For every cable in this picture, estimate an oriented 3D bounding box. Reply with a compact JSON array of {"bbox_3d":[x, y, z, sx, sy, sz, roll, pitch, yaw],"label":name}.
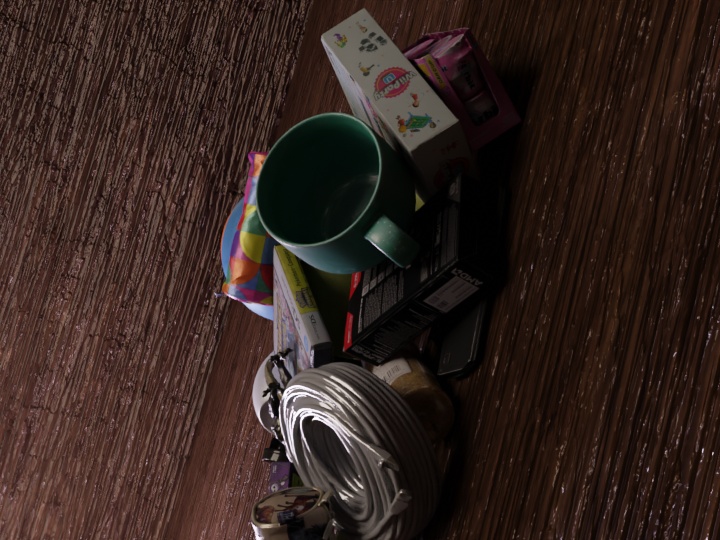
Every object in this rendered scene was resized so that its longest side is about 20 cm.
[{"bbox_3d":[-0.004,0.184,1.133,0.200,0.069,0.200,48,148,27],"label":"cable"}]

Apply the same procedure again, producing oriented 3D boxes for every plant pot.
[{"bbox_3d":[0.000,0.000,1.379,0.200,0.200,0.190,-107,22,-68],"label":"plant pot"}]

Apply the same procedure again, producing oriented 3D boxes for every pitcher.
[{"bbox_3d":[-0.092,0.178,1.710,0.200,0.121,0.172,-74,-13,-55],"label":"pitcher"}]

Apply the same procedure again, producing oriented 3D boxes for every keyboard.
[{"bbox_3d":[0.111,0.017,1.185,0.127,0.021,0.200,153,133,-65],"label":"keyboard"}]

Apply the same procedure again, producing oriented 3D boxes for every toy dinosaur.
[{"bbox_3d":[-0.092,0.146,1.317,0.200,0.047,0.088,-110,11,-46],"label":"toy dinosaur"}]

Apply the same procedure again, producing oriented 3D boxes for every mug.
[{"bbox_3d":[-0.015,-0.060,1.182,0.152,0.114,0.185,-22,60,19],"label":"mug"}]

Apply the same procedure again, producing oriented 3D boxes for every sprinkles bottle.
[{"bbox_3d":[0.048,0.124,1.219,0.200,0.068,0.068,-121,48,-73],"label":"sprinkles bottle"}]

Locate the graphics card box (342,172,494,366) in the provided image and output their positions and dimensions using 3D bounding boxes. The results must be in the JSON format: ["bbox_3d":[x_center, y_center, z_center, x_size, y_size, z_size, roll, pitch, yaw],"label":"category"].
[{"bbox_3d":[0.060,0.001,1.183,0.200,0.051,0.126,-43,29,41],"label":"graphics card box"}]

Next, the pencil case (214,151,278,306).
[{"bbox_3d":[-0.122,-0.050,1.426,0.088,0.088,0.200,-147,70,-77],"label":"pencil case"}]

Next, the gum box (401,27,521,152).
[{"bbox_3d":[0.100,-0.202,1.254,0.066,0.114,0.200,-33,14,-3],"label":"gum box"}]

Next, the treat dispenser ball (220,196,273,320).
[{"bbox_3d":[-0.094,-0.028,1.565,0.201,0.200,0.201,-164,90,-78],"label":"treat dispenser ball"}]

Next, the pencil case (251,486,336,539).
[{"bbox_3d":[-0.043,0.321,1.142,0.078,0.089,0.200,-30,-76,-55],"label":"pencil case"}]

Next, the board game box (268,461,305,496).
[{"bbox_3d":[-0.074,0.320,1.230,0.120,0.032,0.200,45,-136,-58],"label":"board game box"}]

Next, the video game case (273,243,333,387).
[{"bbox_3d":[-0.072,0.098,1.340,0.181,0.025,0.200,-115,21,-44],"label":"video game case"}]

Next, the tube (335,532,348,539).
[{"bbox_3d":[0.013,0.277,1.245,0.052,0.058,0.200,-24,-34,-53],"label":"tube"}]

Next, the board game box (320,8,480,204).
[{"bbox_3d":[0.046,-0.169,1.235,0.200,0.064,0.148,56,178,32],"label":"board game box"}]

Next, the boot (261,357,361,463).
[{"bbox_3d":[-0.058,0.182,1.464,0.211,0.079,0.158,30,-105,-78],"label":"boot"}]
